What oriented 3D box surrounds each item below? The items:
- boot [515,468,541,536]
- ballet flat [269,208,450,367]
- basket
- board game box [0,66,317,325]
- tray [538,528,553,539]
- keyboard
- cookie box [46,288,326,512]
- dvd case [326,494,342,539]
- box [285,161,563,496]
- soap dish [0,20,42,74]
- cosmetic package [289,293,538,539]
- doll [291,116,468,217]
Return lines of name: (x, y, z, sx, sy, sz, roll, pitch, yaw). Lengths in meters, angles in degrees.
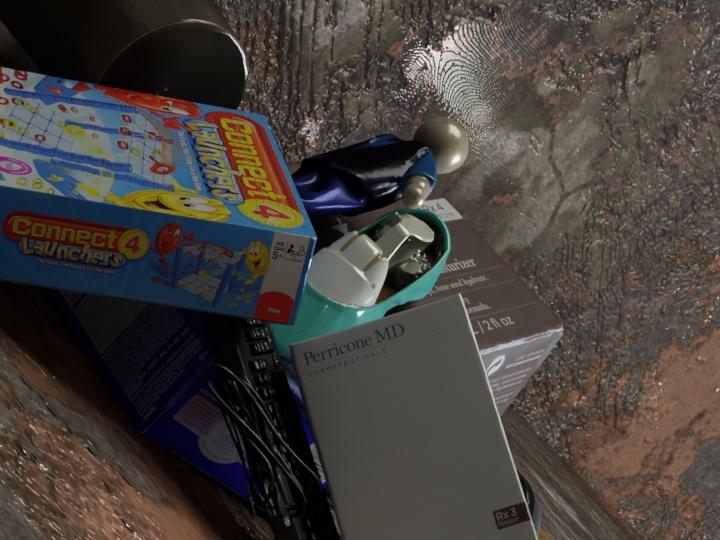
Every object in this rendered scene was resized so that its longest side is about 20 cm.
boot: (0.092, 0.191, 1.464, 0.132, 0.070, 0.200, 44, -18, -17)
ballet flat: (0.000, 0.000, 1.429, 0.067, 0.071, 0.200, 36, 29, 14)
basket: (-0.165, -0.174, 1.464, 0.200, 0.135, 0.181, 53, -19, 40)
board game box: (-0.139, -0.048, 1.293, 0.194, 0.056, 0.200, 9, 22, -16)
tray: (0.144, 0.263, 1.535, 0.037, 0.099, 0.200, -6, 35, -43)
keyboard: (-0.036, 0.107, 1.268, 0.104, 0.039, 0.202, -11, 80, -69)
cookie box: (-0.111, 0.045, 1.404, 0.171, 0.075, 0.200, 40, 9, -50)
dvd case: (0.017, 0.212, 1.491, 0.200, 0.018, 0.143, 45, 5, -30)
box: (0.002, 0.042, 1.608, 0.200, 0.165, 0.165, 47, 33, 22)
soap dish: (-0.262, -0.145, 1.670, 0.157, 0.081, 0.200, 43, 6, -38)
cosmetic package: (0.037, 0.128, 1.290, 0.081, 0.112, 0.202, 77, -6, -75)
doll: (-0.005, -0.061, 1.492, 0.136, 0.199, 0.049, 13, -65, 50)
